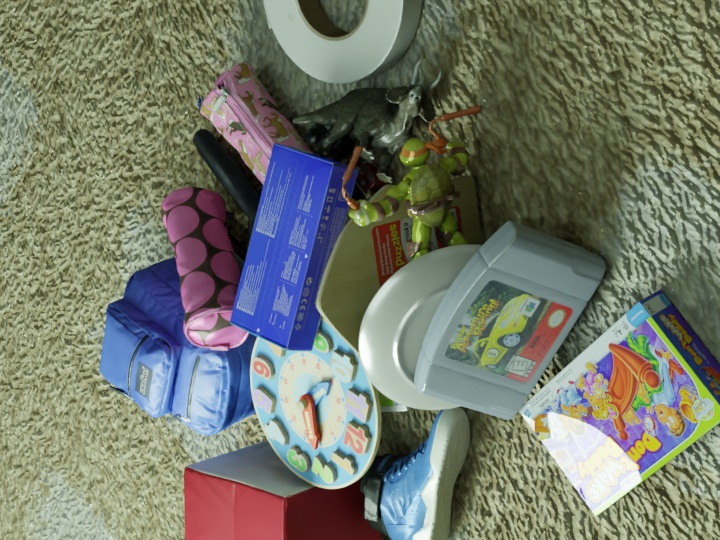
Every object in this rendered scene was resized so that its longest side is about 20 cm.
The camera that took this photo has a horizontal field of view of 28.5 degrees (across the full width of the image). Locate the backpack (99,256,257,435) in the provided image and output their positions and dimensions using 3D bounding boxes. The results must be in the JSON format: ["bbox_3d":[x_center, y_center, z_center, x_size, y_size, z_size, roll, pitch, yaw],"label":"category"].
[{"bbox_3d":[-0.208,0.108,1.727,0.199,0.167,0.164,32,130,27],"label":"backpack"}]

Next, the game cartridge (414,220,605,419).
[{"bbox_3d":[0.140,0.052,1.405,0.201,0.132,0.041,-61,24,22],"label":"game cartridge"}]

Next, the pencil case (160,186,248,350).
[{"bbox_3d":[-0.176,0.001,1.629,0.094,0.090,0.201,109,155,-44],"label":"pencil case"}]

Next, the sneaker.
[{"bbox_3d":[0.053,0.224,1.593,0.110,0.077,0.202,23,125,23],"label":"sneaker"}]

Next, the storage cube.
[{"bbox_3d":[-0.090,0.314,1.676,0.170,0.199,0.182,9,104,39],"label":"storage cube"}]

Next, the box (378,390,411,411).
[{"bbox_3d":[-0.003,0.092,1.582,0.199,0.101,0.114,-6,100,42],"label":"box"}]

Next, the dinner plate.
[{"bbox_3d":[0.096,0.065,1.434,0.024,0.198,0.202,-117,35,-54],"label":"dinner plate"}]

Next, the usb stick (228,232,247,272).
[{"bbox_3d":[-0.159,-0.015,1.731,0.200,0.032,0.056,41,134,24],"label":"usb stick"}]

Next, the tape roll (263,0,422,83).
[{"bbox_3d":[-0.022,-0.300,1.509,0.201,0.037,0.205,16,115,37],"label":"tape roll"}]

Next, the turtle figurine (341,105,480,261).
[{"bbox_3d":[0.074,-0.070,1.411,0.064,0.199,0.163,11,125,45],"label":"turtle figurine"}]

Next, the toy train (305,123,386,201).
[{"bbox_3d":[0.004,-0.094,1.534,0.046,0.034,0.201,-42,59,14],"label":"toy train"}]

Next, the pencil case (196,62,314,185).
[{"bbox_3d":[-0.099,-0.136,1.597,0.201,0.086,0.083,53,137,11],"label":"pencil case"}]

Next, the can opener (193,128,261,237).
[{"bbox_3d":[-0.132,-0.089,1.673,0.200,0.078,0.064,47,168,23],"label":"can opener"}]

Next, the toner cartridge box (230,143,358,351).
[{"bbox_3d":[-0.072,-0.025,1.506,0.095,0.043,0.202,22,101,41],"label":"toner cartridge box"}]

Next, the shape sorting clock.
[{"bbox_3d":[-0.053,0.141,1.545,0.199,0.039,0.202,14,113,37],"label":"shape sorting clock"}]

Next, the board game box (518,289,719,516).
[{"bbox_3d":[0.264,0.133,1.399,0.135,0.045,0.200,53,131,14],"label":"board game box"}]

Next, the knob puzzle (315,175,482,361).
[{"bbox_3d":[0.039,0.009,1.460,0.030,0.218,0.222,14,115,60],"label":"knob puzzle"}]

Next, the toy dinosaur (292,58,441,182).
[{"bbox_3d":[0.012,-0.157,1.508,0.077,0.103,0.199,39,161,-34],"label":"toy dinosaur"}]
